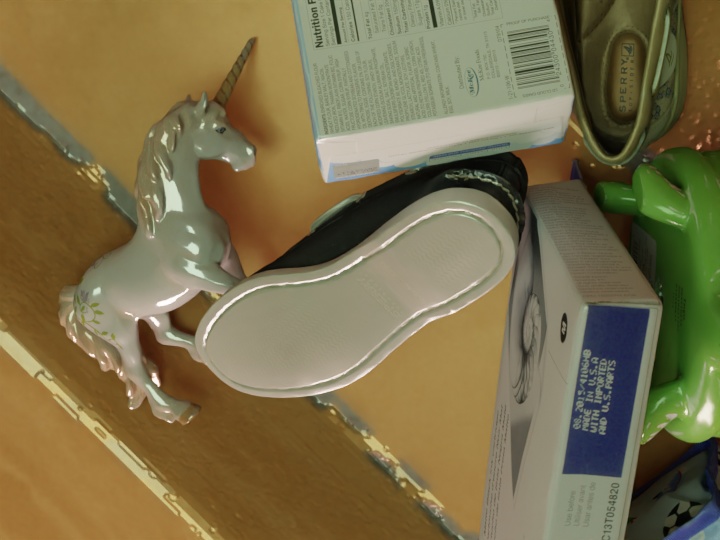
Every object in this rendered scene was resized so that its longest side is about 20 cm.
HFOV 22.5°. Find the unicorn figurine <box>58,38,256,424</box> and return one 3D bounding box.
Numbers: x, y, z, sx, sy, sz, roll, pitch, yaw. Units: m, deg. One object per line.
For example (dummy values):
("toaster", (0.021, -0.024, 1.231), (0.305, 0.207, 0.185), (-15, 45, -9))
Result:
("unicorn figurine", (-0.094, -0.003, 0.967), (0.200, 0.074, 0.137), (-37, 99, 23))

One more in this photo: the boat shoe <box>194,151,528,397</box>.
("boat shoe", (0.000, 0.000, 0.878), (0.074, 0.060, 0.200), (45, 129, -16))

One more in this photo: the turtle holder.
("turtle holder", (0.186, 0.005, 0.825), (0.131, 0.186, 0.142), (-1, 73, -5))

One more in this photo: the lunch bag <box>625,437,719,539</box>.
("lunch bag", (0.160, 0.213, 0.934), (0.170, 0.124, 0.200), (46, 108, -3))

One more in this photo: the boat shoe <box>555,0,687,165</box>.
("boat shoe", (0.121, -0.151, 0.850), (0.073, 0.063, 0.201), (-5, 106, 20))

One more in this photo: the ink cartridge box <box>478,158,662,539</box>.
("ink cartridge box", (0.089, 0.067, 0.862), (0.040, 0.200, 0.201), (4, 110, -5))

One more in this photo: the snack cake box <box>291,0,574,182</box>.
("snack cake box", (0.020, -0.151, 0.816), (0.114, 0.067, 0.201), (-10, 76, 0))
